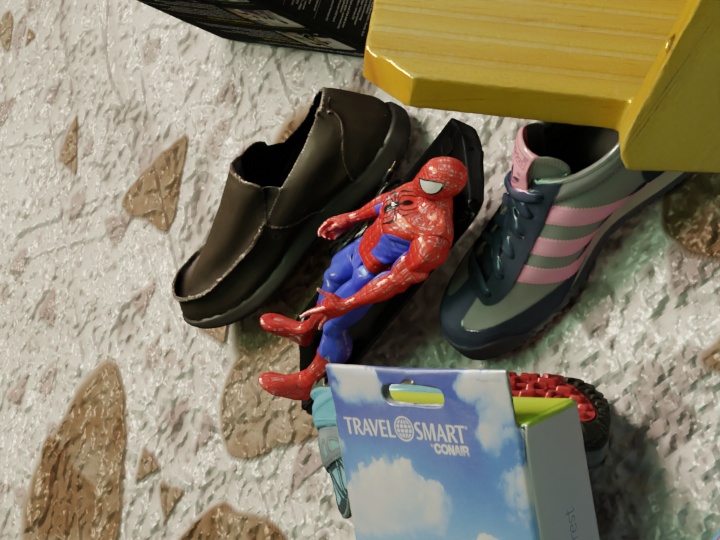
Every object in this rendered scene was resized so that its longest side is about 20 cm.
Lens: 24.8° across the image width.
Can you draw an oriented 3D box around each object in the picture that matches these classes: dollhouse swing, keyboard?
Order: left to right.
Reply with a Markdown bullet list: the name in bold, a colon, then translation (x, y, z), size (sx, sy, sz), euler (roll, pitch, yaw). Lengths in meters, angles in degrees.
- **keyboard**: translation (0.024, -0.005, 0.926), size (0.200, 0.040, 0.104), euler (-50, 32, 41)
- **dollhouse swing**: translation (0.115, -0.159, 0.712), size (0.200, 0.175, 0.182), euler (-80, 11, -54)

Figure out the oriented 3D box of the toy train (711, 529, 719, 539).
- **toy train**: translation (0.178, 0.142, 0.660), size (0.200, 0.087, 0.114), euler (-56, 32, 20)

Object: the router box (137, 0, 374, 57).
- **router box**: translation (-0.087, -0.187, 1.045), size (0.200, 0.149, 0.051), euler (17, 89, 50)

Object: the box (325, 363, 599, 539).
- **box**: translation (0.054, 0.137, 0.762), size (0.122, 0.048, 0.201), euler (-2, 101, 46)

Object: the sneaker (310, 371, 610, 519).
- **sneaker**: translation (0.054, 0.100, 0.841), size (0.200, 0.079, 0.096), euler (-3, 90, 53)

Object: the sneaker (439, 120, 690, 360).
- **sneaker**: translation (0.091, -0.037, 0.830), size (0.200, 0.082, 0.070), euler (-51, 44, 23)

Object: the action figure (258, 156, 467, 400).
- **action figure**: translation (0.000, 0.000, 0.871), size (0.200, 0.052, 0.066), euler (-45, 31, 44)

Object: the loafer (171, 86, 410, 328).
- **loafer**: translation (-0.057, -0.045, 1.003), size (0.200, 0.071, 0.073), euler (-44, 28, 23)
